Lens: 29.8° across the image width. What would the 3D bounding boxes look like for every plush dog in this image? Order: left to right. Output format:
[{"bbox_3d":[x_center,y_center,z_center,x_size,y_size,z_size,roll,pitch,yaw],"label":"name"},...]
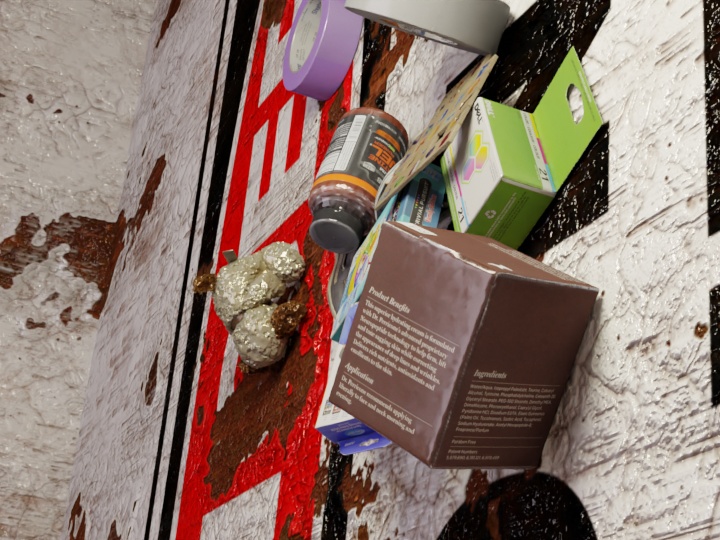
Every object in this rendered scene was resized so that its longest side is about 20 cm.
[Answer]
[{"bbox_3d":[-0.170,0.072,2.168,0.200,0.160,0.172,-56,51,40],"label":"plush dog"}]

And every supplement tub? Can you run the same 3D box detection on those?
[{"bbox_3d":[-0.007,-0.120,1.848,0.107,0.107,0.200,-44,21,53],"label":"supplement tub"}]

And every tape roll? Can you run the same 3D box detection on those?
[{"bbox_3d":[-0.065,-0.392,2.299,0.200,0.066,0.201,-164,90,-70],"label":"tape roll"},{"bbox_3d":[0.083,-0.327,1.688,0.200,0.200,0.066,33,107,68],"label":"tape roll"}]

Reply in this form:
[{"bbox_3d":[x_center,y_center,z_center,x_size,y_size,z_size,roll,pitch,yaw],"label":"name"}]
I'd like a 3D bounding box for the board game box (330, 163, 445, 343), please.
[{"bbox_3d":[0.035,-0.018,1.656,0.151,0.047,0.200,-75,13,-46],"label":"board game box"}]

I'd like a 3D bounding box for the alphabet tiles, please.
[{"bbox_3d":[0.096,-0.174,1.624,0.167,0.008,0.200,-41,15,50],"label":"alphabet tiles"}]

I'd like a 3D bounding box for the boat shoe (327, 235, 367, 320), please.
[{"bbox_3d":[0.000,0.000,1.853,0.073,0.074,0.200,127,149,-45],"label":"boat shoe"}]

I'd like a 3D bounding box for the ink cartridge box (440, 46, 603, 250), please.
[{"bbox_3d":[0.174,-0.141,1.505,0.148,0.076,0.200,-98,30,-46],"label":"ink cartridge box"}]

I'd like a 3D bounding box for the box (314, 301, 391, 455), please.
[{"bbox_3d":[0.019,0.111,1.526,0.119,0.041,0.200,-20,39,38],"label":"box"}]

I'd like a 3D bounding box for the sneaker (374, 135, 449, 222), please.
[{"bbox_3d":[0.078,-0.105,1.720,0.200,0.078,0.080,-56,22,37],"label":"sneaker"}]

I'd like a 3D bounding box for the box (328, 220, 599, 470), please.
[{"bbox_3d":[0.101,0.076,1.351,0.166,0.164,0.200,29,105,45],"label":"box"}]
